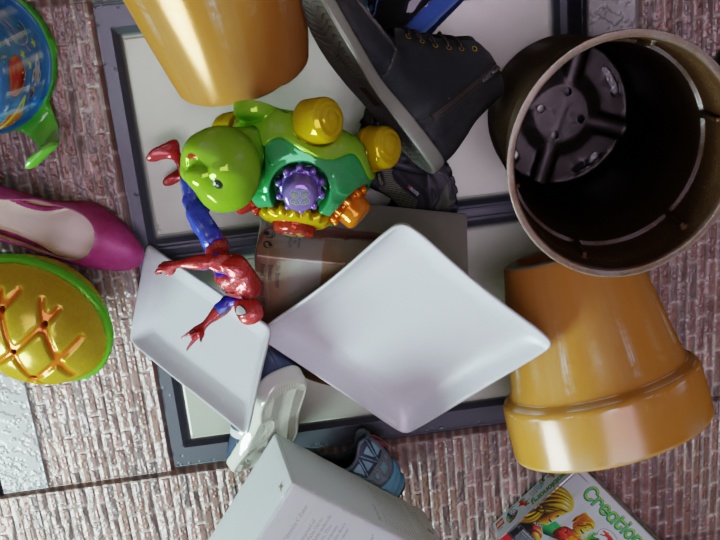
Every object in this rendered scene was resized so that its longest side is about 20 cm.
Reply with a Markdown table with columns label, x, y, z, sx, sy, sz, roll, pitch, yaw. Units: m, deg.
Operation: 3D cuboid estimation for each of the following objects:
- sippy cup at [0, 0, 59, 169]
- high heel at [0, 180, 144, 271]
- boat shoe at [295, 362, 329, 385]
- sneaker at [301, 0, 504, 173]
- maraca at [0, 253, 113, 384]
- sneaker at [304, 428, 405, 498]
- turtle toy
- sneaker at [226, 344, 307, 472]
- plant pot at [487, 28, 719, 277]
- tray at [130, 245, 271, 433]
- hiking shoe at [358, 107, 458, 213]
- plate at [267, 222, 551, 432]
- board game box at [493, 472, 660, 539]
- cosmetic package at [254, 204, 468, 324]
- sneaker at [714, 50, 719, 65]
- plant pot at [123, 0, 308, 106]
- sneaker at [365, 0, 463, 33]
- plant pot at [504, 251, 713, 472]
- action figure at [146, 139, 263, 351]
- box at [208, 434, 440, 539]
| label | x | y | z | sx | sy | sz | roll | pitch | yaw |
| --- | --- | --- | --- | --- | --- | --- | --- | --- | --- |
| sippy cup | -0.342 | -0.174 | 0.839 | 0.174 | 0.131 | 0.142 | 13 | 107 | -9 |
| high heel | -0.299 | -0.039 | 0.908 | 0.198 | 0.096 | 0.068 | 29 | 104 | -14 |
| boat shoe | 0.006 | 0.075 | 0.994 | 0.195 | 0.067 | 0.076 | 8 | 111 | 6 |
| sneaker | 0.037 | -0.190 | 0.827 | 0.106 | 0.075 | 0.200 | -46 | 123 | -7 |
| maraca | -0.331 | 0.040 | 0.929 | 0.196 | 0.108 | 0.139 | 20 | 119 | -3 |
| sneaker | -0.055 | 0.236 | 1.047 | 0.197 | 0.079 | 0.097 | -28 | 104 | -6 |
| turtle toy | -0.067 | -0.085 | 0.823 | 0.198 | 0.144 | 0.103 | 16 | 79 | -46 |
| sneaker | -0.106 | 0.131 | 0.988 | 0.074 | 0.085 | 0.201 | -17 | 150 | -31 |
| plant pot | 0.207 | -0.125 | 0.874 | 0.195 | 0.199 | 0.205 | -2 | 110 | -4 |
| tray | -0.152 | 0.061 | 0.932 | 0.022 | 0.198 | 0.109 | -6 | 118 | -46 |
| hiking shoe | 0.023 | -0.123 | 0.921 | 0.099 | 0.076 | 0.203 | -23 | 111 | -1 |
| plate | 0.040 | 0.054 | 0.891 | 0.198 | 0.033 | 0.199 | 36 | 127 | -24 |
| board game box | 0.263 | 0.318 | 1.119 | 0.126 | 0.035 | 0.200 | -44 | 107 | 9 |
| cosmetic package | 0.000 | 0.000 | 0.929 | 0.195 | 0.088 | 0.105 | 4 | 135 | 0 |
| sneaker | 0.338 | -0.134 | 0.943 | 0.077 | 0.085 | 0.202 | 31 | 104 | -15 |
| plant pot | -0.123 | -0.250 | 0.814 | 0.196 | 0.202 | 0.186 | -14 | 126 | 0 |
| sneaker | 0.087 | -0.292 | 0.872 | 0.200 | 0.070 | 0.078 | -43 | 92 | -1 |
| plant pot | 0.222 | 0.071 | 0.951 | 0.196 | 0.200 | 0.187 | -17 | 95 | 1 |
| action figure | -0.156 | -0.015 | 0.878 | 0.098 | 0.201 | 0.065 | -35 | 150 | -4 |
| box | -0.035 | 0.286 | 0.962 | 0.198 | 0.106 | 0.154 | 32 | 96 | -20 |
